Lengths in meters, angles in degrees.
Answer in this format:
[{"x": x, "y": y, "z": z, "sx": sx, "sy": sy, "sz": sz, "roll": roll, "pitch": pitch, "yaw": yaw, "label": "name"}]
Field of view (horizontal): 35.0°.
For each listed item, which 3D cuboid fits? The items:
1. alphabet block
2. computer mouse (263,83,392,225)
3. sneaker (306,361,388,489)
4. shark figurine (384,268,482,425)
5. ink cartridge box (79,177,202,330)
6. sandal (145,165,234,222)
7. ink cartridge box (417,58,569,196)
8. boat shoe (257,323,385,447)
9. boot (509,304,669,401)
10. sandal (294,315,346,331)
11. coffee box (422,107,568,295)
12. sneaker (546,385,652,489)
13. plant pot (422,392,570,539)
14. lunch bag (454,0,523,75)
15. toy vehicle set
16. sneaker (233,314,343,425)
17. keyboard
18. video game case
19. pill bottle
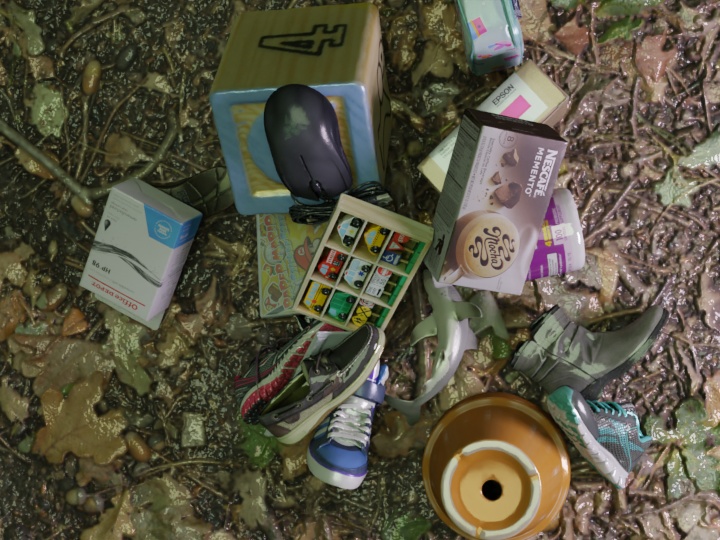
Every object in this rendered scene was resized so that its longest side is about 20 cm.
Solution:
[{"x": -0.068, "y": -0.209, "z": 1.474, "sx": 0.196, "sy": 0.200, "sz": 0.196, "roll": -1, "pitch": 130, "yaw": 8, "label": "alphabet block"}, {"x": -0.054, "y": -0.130, "z": 1.372, "sx": 0.138, "sy": 0.053, "sz": 0.200, "roll": -11, "pitch": 128, "yaw": 18, "label": "computer mouse"}, {"x": -0.012, "y": 0.182, "z": 1.496, "sx": 0.080, "sy": 0.200, "sz": 0.147, "roll": 17, "pitch": 104, "yaw": -3, "label": "sneaker"}, {"x": 0.120, "y": 0.113, "z": 1.543, "sx": 0.128, "sy": 0.089, "sz": 0.215, "roll": 10, "pitch": 83, "yaw": 43, "label": "shark figurine"}, {"x": -0.312, "y": -0.012, "z": 1.588, "sx": 0.116, "sy": 0.067, "sz": 0.200, "roll": 27, "pitch": 113, "yaw": 8, "label": "ink cartridge box"}, {"x": -0.253, "y": -0.100, "z": 1.611, "sx": 0.199, "sy": 0.055, "sz": 0.082, "roll": -20, "pitch": 100, "yaw": 17, "label": "sandal"}, {"x": 0.174, "y": -0.171, "z": 1.486, "sx": 0.200, "sy": 0.165, "sz": 0.075, "roll": -43, "pitch": 84, "yaw": 6, "label": "ink cartridge box"}, {"x": -0.052, "y": 0.141, "z": 1.474, "sx": 0.066, "sy": 0.072, "sz": 0.201, "roll": 38, "pitch": 101, "yaw": -27, "label": "boat shoe"}, {"x": 0.300, "y": 0.090, "z": 1.512, "sx": 0.131, "sy": 0.068, "sz": 0.200, "roll": 44, "pitch": 99, "yaw": 5, "label": "boot"}, {"x": -0.067, "y": 0.053, "z": 1.585, "sx": 0.075, "sy": 0.048, "sz": 0.201, "roll": -42, "pitch": 83, "yaw": 7, "label": "sandal"}, {"x": 0.160, "y": -0.082, "z": 1.377, "sx": 0.113, "sy": 0.080, "sz": 0.201, "roll": 10, "pitch": 110, "yaw": -16, "label": "coffee box"}, {"x": 0.313, "y": 0.196, "z": 1.477, "sx": 0.091, "sy": 0.200, "sz": 0.078, "roll": -45, "pitch": 39, "yaw": -5, "label": "sneaker"}, {"x": 0.172, "y": 0.267, "z": 1.476, "sx": 0.199, "sy": 0.183, "sz": 0.201, "roll": 0, "pitch": 90, "yaw": 10, "label": "plant pot"}, {"x": 0.160, "y": -0.346, "z": 1.470, "sx": 0.077, "sy": 0.200, "sz": 0.161, "roll": -12, "pitch": 86, "yaw": 7, "label": "lunch bag"}, {"x": 0.000, "y": 0.000, "z": 1.447, "sx": 0.124, "sy": 0.027, "sz": 0.200, "roll": 20, "pitch": 134, "yaw": -7, "label": "toy vehicle set"}, {"x": -0.105, "y": 0.124, "z": 1.558, "sx": 0.200, "sy": 0.081, "sz": 0.075, "roll": -43, "pitch": 53, "yaw": 21, "label": "sneaker"}, {"x": -0.072, "y": 0.155, "z": 1.544, "sx": 0.011, "sy": 0.056, "sz": 0.200, "roll": 55, "pitch": 131, "yaw": 35, "label": "keyboard"}, {"x": -0.058, "y": -0.042, "z": 1.560, "sx": 0.181, "sy": 0.023, "sz": 0.201, "roll": -7, "pitch": 80, "yaw": 23, "label": "video game case"}, {"x": 0.186, "y": -0.037, "z": 1.503, "sx": 0.199, "sy": 0.112, "sz": 0.113, "roll": -12, "pitch": 88, "yaw": 4, "label": "pill bottle"}]
